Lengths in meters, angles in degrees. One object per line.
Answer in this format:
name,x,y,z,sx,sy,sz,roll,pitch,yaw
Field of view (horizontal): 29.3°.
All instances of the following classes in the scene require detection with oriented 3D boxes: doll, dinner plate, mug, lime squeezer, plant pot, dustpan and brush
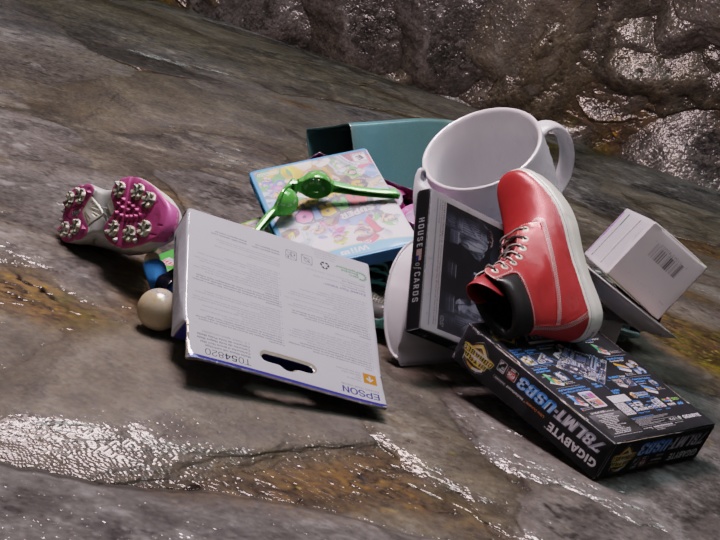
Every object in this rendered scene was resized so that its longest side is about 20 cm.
doll,-0.152,0.012,1.342,0.136,0.048,0.200,29,31,16
dinner plate,0.269,0.018,1.542,0.200,0.024,0.200,38,8,-6
mug,0.187,-0.099,1.667,0.200,0.175,0.148,-43,43,-20
lime squeezer,-0.061,-0.070,1.505,0.200,0.038,0.071,-22,73,-23
plant pot,0.056,-0.128,1.776,0.200,0.141,0.141,-10,6,-24
dustpan and brush,0.072,-0.006,1.444,0.057,0.200,0.140,10,7,42

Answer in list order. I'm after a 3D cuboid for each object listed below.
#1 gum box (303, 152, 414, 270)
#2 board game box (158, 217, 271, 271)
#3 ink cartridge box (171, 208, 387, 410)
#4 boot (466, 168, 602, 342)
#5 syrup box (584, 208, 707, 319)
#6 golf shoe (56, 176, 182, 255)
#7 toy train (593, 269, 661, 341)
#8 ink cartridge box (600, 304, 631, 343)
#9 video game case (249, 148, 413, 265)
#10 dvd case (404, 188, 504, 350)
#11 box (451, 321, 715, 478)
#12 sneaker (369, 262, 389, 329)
gum box,0.011,-0.047,1.627,0.200,0.114,0.066,24,38,23
board game box,-0.132,-0.010,1.480,0.096,0.030,0.200,24,24,25
ink cartridge box,-0.078,0.045,1.279,0.200,0.041,0.200,18,37,-20
boot,0.153,-0.021,1.387,0.144,0.072,0.200,4,57,-38
syrup box,0.321,-0.011,1.571,0.079,0.081,0.200,42,7,-3
golf shoe,-0.229,-0.050,1.412,0.092,0.075,0.200,21,-9,-39
toy train,0.278,0.037,1.741,0.200,0.085,0.114,11,2,-12
ink cartridge box,0.226,0.058,1.610,0.200,0.068,0.115,13,17,-15
video game case,-0.032,-0.066,1.529,0.143,0.018,0.200,-12,39,-12
dvd case,0.124,0.017,1.430,0.025,0.150,0.200,-12,-25,42
box,0.223,0.119,1.369,0.200,0.050,0.198,-1,33,-49
sneaker,0.000,0.000,1.517,0.078,0.091,0.200,8,17,-28
